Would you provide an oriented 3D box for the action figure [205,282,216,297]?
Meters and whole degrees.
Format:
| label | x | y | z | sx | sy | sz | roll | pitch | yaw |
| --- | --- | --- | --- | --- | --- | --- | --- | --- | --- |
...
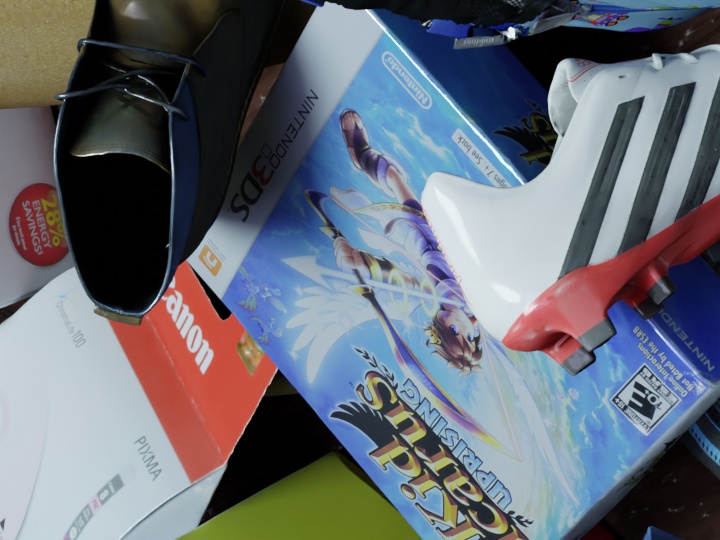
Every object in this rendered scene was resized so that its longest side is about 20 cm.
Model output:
| label | x | y | z | sx | sy | sz | roll | pitch | yaw |
| --- | --- | --- | --- | --- | --- | --- | --- | --- | --- |
| action figure | 0.000 | 0.000 | 0.915 | 0.200 | 0.055 | 0.119 | -1 | 109 | 46 |

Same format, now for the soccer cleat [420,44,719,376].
| label | x | y | z | sx | sy | sz | roll | pitch | yaw |
| --- | --- | --- | --- | --- | --- | --- | --- | --- | --- |
| soccer cleat | 0.109 | -0.048 | 0.709 | 0.085 | 0.200 | 0.069 | 51 | 163 | 8 |

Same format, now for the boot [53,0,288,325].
| label | x | y | z | sx | sy | sz | roll | pitch | yaw |
| --- | --- | --- | --- | --- | --- | --- | --- | --- | --- |
| boot | -0.066 | -0.078 | 0.754 | 0.074 | 0.097 | 0.201 | 7 | 119 | -1 |

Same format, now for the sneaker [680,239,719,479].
| label | x | y | z | sx | sy | sz | roll | pitch | yaw |
| --- | --- | --- | --- | --- | --- | --- | --- | --- | --- |
| sneaker | 0.137 | 0.027 | 0.794 | 0.082 | 0.073 | 0.200 | -28 | 88 | 43 |

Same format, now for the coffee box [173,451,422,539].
| label | x | y | z | sx | sy | sz | roll | pitch | yaw |
| --- | --- | --- | --- | --- | --- | --- | --- | --- | --- |
| coffee box | -0.026 | 0.238 | 0.934 | 0.200 | 0.199 | 0.198 | 37 | 128 | 24 |

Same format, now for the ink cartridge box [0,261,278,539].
| label | x | y | z | sx | sy | sz | roll | pitch | yaw |
| --- | --- | --- | --- | --- | --- | --- | --- | --- | --- |
| ink cartridge box | -0.118 | 0.060 | 0.971 | 0.163 | 0.057 | 0.200 | 56 | 132 | 44 |

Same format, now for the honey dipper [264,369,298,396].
| label | x | y | z | sx | sy | sz | roll | pitch | yaw |
| --- | --- | --- | --- | --- | --- | --- | --- | --- | --- |
| honey dipper | -0.072 | 0.058 | 1.011 | 0.200 | 0.038 | 0.038 | -6 | 103 | 43 |

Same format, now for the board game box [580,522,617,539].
| label | x | y | z | sx | sy | sz | roll | pitch | yaw |
| --- | --- | --- | --- | --- | --- | --- | --- | --- | --- |
| board game box | 0.060 | 0.182 | 0.836 | 0.151 | 0.200 | 0.046 | 43 | 132 | 18 |

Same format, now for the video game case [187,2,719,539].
| label | x | y | z | sx | sy | sz | roll | pitch | yaw |
| --- | --- | --- | --- | --- | --- | --- | --- | --- | --- |
| video game case | 0.033 | 0.008 | 0.808 | 0.200 | 0.045 | 0.181 | 49 | 141 | 12 |

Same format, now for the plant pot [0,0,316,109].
| label | x | y | z | sx | sy | sz | roll | pitch | yaw |
| --- | --- | --- | --- | --- | --- | --- | --- | --- | --- |
| plant pot | -0.085 | -0.146 | 0.860 | 0.199 | 0.186 | 0.187 | 8 | 114 | 21 |

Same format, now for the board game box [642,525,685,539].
| label | x | y | z | sx | sy | sz | roll | pitch | yaw |
| --- | --- | --- | --- | --- | --- | --- | --- | --- | --- |
| board game box | 0.114 | 0.197 | 0.689 | 0.135 | 0.035 | 0.200 | 23 | 108 | -2 |

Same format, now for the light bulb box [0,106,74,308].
| label | x | y | z | sx | sy | sz | roll | pitch | yaw |
| --- | --- | --- | --- | --- | --- | --- | --- | --- | --- |
| light bulb box | -0.263 | -0.067 | 1.065 | 0.200 | 0.125 | 0.199 | -6 | 103 | 43 |

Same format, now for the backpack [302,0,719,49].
| label | x | y | z | sx | sy | sz | roll | pitch | yaw |
| --- | --- | --- | --- | --- | --- | --- | --- | --- | --- |
| backpack | 0.073 | -0.162 | 0.706 | 0.135 | 0.199 | 0.183 | 137 | 139 | -65 |
